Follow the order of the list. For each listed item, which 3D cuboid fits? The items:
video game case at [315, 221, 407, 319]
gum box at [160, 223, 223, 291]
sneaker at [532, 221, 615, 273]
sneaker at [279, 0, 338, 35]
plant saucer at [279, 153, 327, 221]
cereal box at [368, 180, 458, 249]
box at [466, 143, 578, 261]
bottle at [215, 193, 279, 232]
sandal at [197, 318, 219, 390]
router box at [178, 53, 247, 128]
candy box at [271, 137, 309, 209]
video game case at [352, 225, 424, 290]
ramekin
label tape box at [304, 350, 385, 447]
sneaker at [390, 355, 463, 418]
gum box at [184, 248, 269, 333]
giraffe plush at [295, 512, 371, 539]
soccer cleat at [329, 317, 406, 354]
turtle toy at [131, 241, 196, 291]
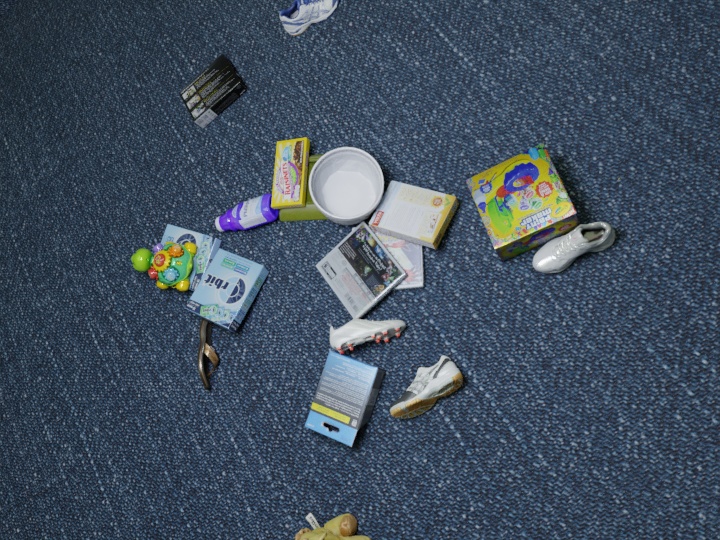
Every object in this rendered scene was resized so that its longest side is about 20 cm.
[{"bbox_3d":[0.000,0.000,1.571,0.182,0.023,0.201,-42,64,9],"label":"video game case"},{"bbox_3d":[-0.532,-0.036,1.807,0.198,0.045,0.172,16,83,24],"label":"gum box"},{"bbox_3d":[0.487,-0.063,1.368,0.199,0.099,0.079,-29,67,13],"label":"sneaker"},{"bbox_3d":[-0.157,-0.809,1.826,0.199,0.088,0.076,-33,65,10],"label":"sneaker"},{"bbox_3d":[-0.148,-0.248,1.703,0.198,0.048,0.202,-1,77,22],"label":"plant saucer"},{"bbox_3d":[0.137,-0.148,1.544,0.198,0.040,0.145,20,72,31],"label":"cereal box"},{"bbox_3d":[0.388,-0.158,1.420,0.198,0.122,0.195,-25,69,15],"label":"box"},{"bbox_3d":[-0.335,-0.162,1.743,0.198,0.065,0.084,-14,52,23],"label":"bottle"},{"bbox_3d":[-0.429,0.237,1.691,0.054,0.082,0.202,-2,68,-1],"label":"sandal"},{"bbox_3d":[-0.478,-0.581,1.918,0.199,0.051,0.150,-37,65,10],"label":"router box"},{"bbox_3d":[-0.199,-0.277,1.690,0.101,0.026,0.203,-4,75,25],"label":"candy box"},{"bbox_3d":[0.070,-0.037,1.574,0.198,0.023,0.185,-6,75,21],"label":"video game case"},{"bbox_3d":[-0.036,-0.218,1.592,0.197,0.105,0.203,0,77,1],"label":"ramekin"},{"bbox_3d":[-0.039,0.323,1.505,0.143,0.063,0.202,16,83,25],"label":"label tape box"},{"bbox_3d":[0.153,0.284,1.443,0.199,0.076,0.088,-33,51,9],"label":"sneaker"},{"bbox_3d":[-0.381,0.055,1.694,0.168,0.045,0.202,20,73,25],"label":"gum box"},{"bbox_3d":[-0.090,0.655,1.387,0.199,0.162,0.174,27,88,25],"label":"giraffe plush"},{"bbox_3d":[0.016,0.149,1.507,0.198,0.070,0.078,-16,60,-1],"label":"soccer cleat"},{"bbox_3d":[-0.578,-0.022,1.742,0.198,0.101,0.148,4,79,23],"label":"turtle toy"}]
